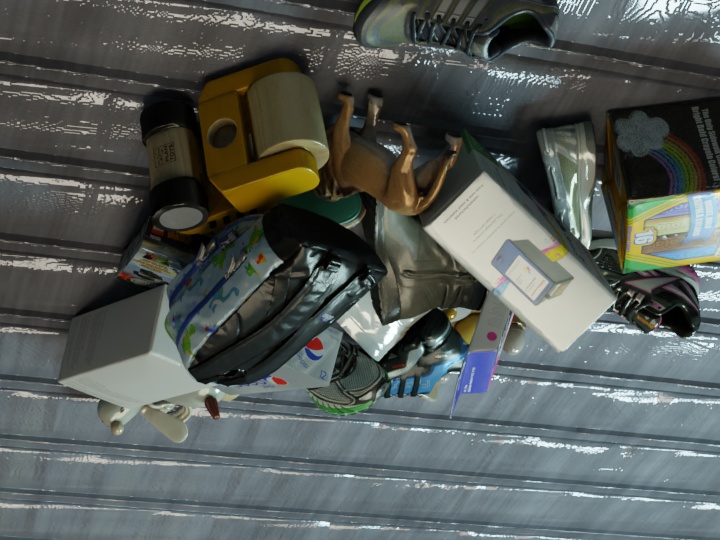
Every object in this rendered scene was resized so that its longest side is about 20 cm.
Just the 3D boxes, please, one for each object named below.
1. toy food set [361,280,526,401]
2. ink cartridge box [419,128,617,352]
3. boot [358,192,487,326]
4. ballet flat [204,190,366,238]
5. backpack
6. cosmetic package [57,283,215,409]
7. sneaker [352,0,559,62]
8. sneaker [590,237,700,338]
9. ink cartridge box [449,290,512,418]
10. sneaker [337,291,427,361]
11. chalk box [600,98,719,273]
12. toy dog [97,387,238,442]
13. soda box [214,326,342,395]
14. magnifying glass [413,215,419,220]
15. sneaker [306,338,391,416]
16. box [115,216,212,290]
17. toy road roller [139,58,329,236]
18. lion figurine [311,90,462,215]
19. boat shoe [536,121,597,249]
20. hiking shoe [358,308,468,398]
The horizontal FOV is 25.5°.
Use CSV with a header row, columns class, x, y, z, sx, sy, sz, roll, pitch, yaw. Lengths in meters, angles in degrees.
class,x,y,z,sx,sy,sz,roll,pitch,yaw
toy food set,0.116,0.086,1.905,0.199,0.061,0.143,-33,136,30
ink cartridge box,0.152,-0.031,1.607,0.087,0.146,0.200,-43,108,12
boot,0.071,-0.039,1.709,0.129,0.068,0.202,-12,121,-10
ballet flat,-0.093,-0.065,1.681,0.197,0.068,0.062,-1,170,-2
backpack,-0.100,0.028,1.564,0.201,0.154,0.163,-55,147,14
cosmetic package,-0.238,0.089,1.773,0.107,0.086,0.199,26,151,-34
sneaker,0.091,-0.232,1.462,0.197,0.082,0.074,-10,143,3
sneaker,0.318,0.026,1.839,0.198,0.087,0.081,10,138,-21
ink cartridge box,0.144,0.060,1.735,0.037,0.201,0.095,19,149,9
sneaker,0.000,0.000,1.777,0.115,0.074,0.200,-40,124,7
chalk box,0.361,-0.092,1.659,0.197,0.126,0.125,-6,143,0
toy dog,-0.224,0.160,1.912,0.131,0.097,0.200,20,135,-32
soda box,-0.108,0.092,1.748,0.068,0.064,0.199,26,158,-31
magnifying glass,0.142,-0.045,1.772,0.198,0.023,0.080,13,138,-22
sneaker,-0.052,0.097,1.804,0.199,0.078,0.086,24,148,33
box,-0.151,0.008,1.700,0.198,0.040,0.137,20,160,-15
toy road roller,-0.115,-0.104,1.567,0.198,0.124,0.146,-18,153,15
lion figurine,0.018,-0.100,1.567,0.072,0.200,0.124,-4,117,-38
boat shoe,0.214,-0.075,1.704,0.064,0.075,0.203,-1,139,1
hiking shoe,0.042,0.126,1.862,0.199,0.075,0.087,-31,118,30
